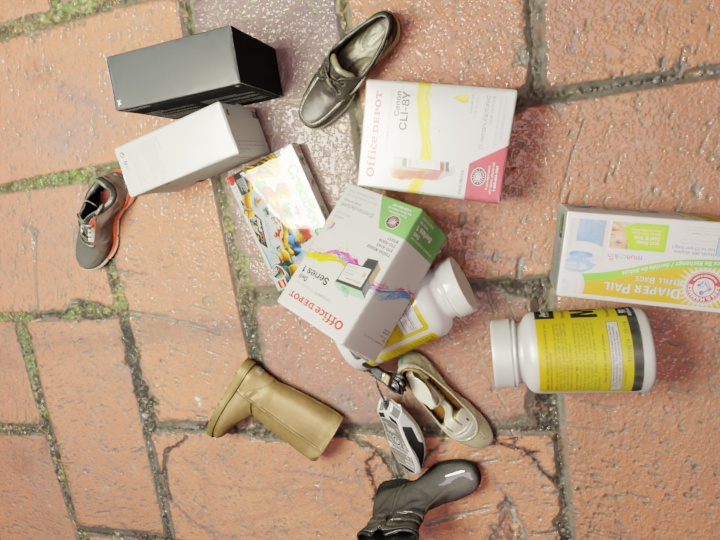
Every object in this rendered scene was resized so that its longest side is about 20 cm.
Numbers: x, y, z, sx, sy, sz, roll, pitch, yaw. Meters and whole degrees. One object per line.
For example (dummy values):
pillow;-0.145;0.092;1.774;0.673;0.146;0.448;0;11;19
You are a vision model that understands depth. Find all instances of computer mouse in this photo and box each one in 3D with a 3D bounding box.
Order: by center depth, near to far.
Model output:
computer mouse;0.062;0.234;0.827;0.109;0.044;0.201;7;121;57

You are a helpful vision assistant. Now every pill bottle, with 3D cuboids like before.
pill bottle;0.285;0.112;0.709;0.198;0.114;0.115;-5;102;16
pill bottle;0.064;0.061;0.759;0.199;0.112;0.113;-27;95;19

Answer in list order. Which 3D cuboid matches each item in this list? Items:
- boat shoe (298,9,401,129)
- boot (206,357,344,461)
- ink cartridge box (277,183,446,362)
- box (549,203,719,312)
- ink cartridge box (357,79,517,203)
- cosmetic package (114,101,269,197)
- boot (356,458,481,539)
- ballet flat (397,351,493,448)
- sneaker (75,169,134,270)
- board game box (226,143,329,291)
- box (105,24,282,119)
boat shoe;-0.026;-0.286;0.728;0.073;0.065;0.200;43;111;1
boot;-0.154;0.271;0.895;0.199;0.066;0.176;32;109;5
ink cartridge box;0.000;0.000;0.705;0.144;0.084;0.201;27;83;41
box;0.358;-0.021;0.664;0.198;0.101;0.113;5;104;14
ink cartridge box;0.103;-0.177;0.708;0.198;0.083;0.146;9;105;14
cosmetic package;-0.256;-0.184;0.792;0.199;0.113;0.082;-15;98;20
boot;0.098;0.381;0.814;0.199;0.132;0.070;-29;93;20
ballet flat;0.127;0.215;0.805;0.200;0.062;0.067;45;110;1
sneaker;-0.464;-0.086;0.886;0.077;0.082;0.201;31;109;6
board game box;-0.115;-0.082;0.816;0.126;0.035;0.201;-22;96;19
box;-0.236;-0.280;0.747;0.198;0.141;0.080;-6;102;16
